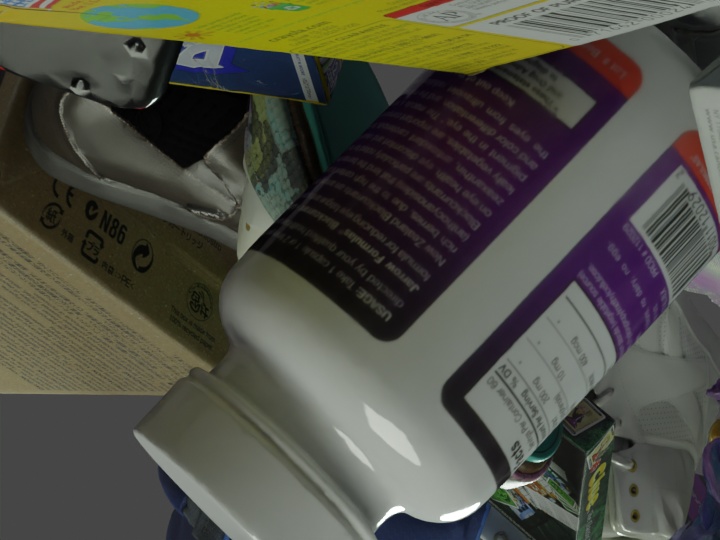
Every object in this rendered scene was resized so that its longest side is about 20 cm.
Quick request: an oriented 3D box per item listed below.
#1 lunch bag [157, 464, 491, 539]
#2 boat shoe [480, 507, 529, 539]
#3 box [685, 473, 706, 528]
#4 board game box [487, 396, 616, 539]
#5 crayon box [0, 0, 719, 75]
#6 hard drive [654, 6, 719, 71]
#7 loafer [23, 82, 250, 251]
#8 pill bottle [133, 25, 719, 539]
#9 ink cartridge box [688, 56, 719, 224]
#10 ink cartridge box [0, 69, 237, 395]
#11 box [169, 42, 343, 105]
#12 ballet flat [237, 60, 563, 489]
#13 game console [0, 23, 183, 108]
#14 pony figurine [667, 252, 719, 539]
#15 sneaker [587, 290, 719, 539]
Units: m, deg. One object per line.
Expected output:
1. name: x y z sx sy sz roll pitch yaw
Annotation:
1. lunch bag: -0.029 0.110 1.057 0.132 0.136 0.200 19 -173 -12
2. boat shoe: 0.096 0.150 1.065 0.071 0.070 0.200 41 -175 -47
3. box: 0.238 0.154 1.082 0.199 0.036 0.143 15 -170 -4
4. board game box: 0.023 0.034 0.895 0.200 0.023 0.105 40 158 25
5. crayon box: -0.012 -0.094 0.569 0.199 0.051 0.127 2 173 -36
6. hard drive: 0.180 -0.085 0.657 0.199 0.038 0.140 9 156 16
7. loafer: -0.035 -0.044 0.831 0.199 0.073 0.071 13 156 1
8. pill bottle: 0.025 0.009 0.699 0.111 0.200 0.111 43 169 10
9. ink cartridge box: 0.198 0.015 0.621 0.200 0.050 0.163 10 128 43
10. ink cartridge box: -0.155 -0.015 0.970 0.164 0.075 0.200 0 154 34
11. box: -0.102 -0.111 0.731 0.199 0.064 0.070 10 156 13
12. ballet flat: 0.000 0.000 0.790 0.071 0.069 0.200 -21 107 34
13. game console: -0.118 -0.144 0.627 0.176 0.031 0.200 17 136 -8
14. pony figurine: 0.174 0.046 0.808 0.193 0.201 0.166 13 171 45
15. sneaker: 0.098 0.053 0.923 0.073 0.116 0.200 -1 151 36
